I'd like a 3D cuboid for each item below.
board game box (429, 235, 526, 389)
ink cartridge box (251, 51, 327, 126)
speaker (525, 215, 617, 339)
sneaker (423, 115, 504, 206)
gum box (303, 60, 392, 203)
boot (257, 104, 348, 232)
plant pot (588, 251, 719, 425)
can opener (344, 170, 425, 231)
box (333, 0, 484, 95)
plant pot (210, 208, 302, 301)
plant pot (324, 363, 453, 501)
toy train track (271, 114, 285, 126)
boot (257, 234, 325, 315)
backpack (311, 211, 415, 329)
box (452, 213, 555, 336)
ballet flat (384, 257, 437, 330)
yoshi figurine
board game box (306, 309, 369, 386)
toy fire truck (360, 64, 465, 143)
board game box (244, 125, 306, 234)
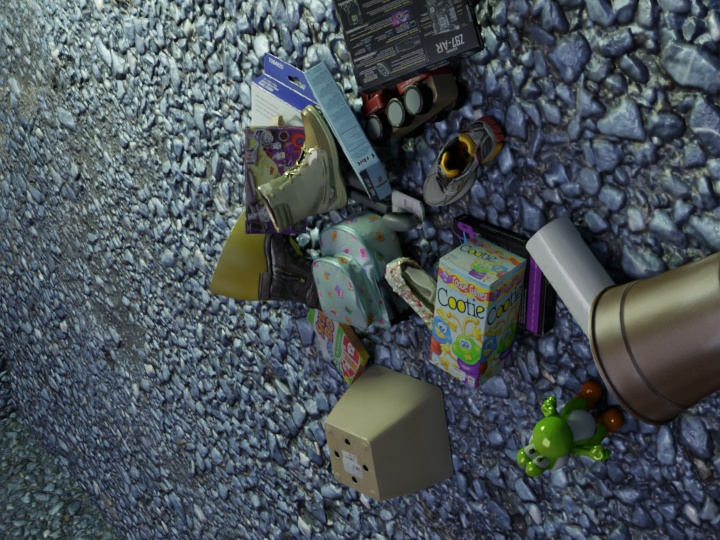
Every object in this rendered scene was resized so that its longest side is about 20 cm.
[{"bbox_3d":[0.186,0.067,1.592,0.104,0.102,0.203,28,130,34],"label":"board game box"},{"bbox_3d":[-0.136,-0.287,1.889,0.198,0.040,0.203,33,134,35],"label":"ink cartridge box"},{"bbox_3d":[0.327,0.021,1.454,0.202,0.080,0.082,58,144,19],"label":"speaker"},{"bbox_3d":[0.146,-0.169,1.579,0.078,0.082,0.201,52,143,14],"label":"sneaker"},{"bbox_3d":[-0.019,-0.231,1.680,0.202,0.044,0.170,62,-179,16],"label":"gum box"},{"bbox_3d":[-0.115,-0.180,1.778,0.072,0.153,0.203,43,152,59],"label":"boot"},{"bbox_3d":[0.438,0.078,1.293,0.197,0.199,0.203,-32,86,45],"label":"plant pot"},{"bbox_3d":[0.034,-0.121,1.758,0.198,0.066,0.054,27,131,39],"label":"can opener"},{"bbox_3d":[0.070,-0.373,1.474,0.197,0.043,0.163,-18,86,20],"label":"box"},{"bbox_3d":[-0.202,-0.016,2.035,0.140,0.201,0.201,26,136,2],"label":"plant pot"},{"bbox_3d":[0.042,0.329,1.931,0.198,0.176,0.204,15,122,45],"label":"plant pot"},{"bbox_3d":[-0.134,-0.194,1.884,0.114,0.032,0.203,6,119,51],"label":"toy train track"},{"bbox_3d":[-0.107,-0.014,1.938,0.069,0.171,0.204,-137,55,-79],"label":"boot"},{"bbox_3d":[0.000,0.000,1.808,0.175,0.152,0.204,12,117,53],"label":"backpack"},{"bbox_3d":[0.232,0.004,1.619,0.198,0.036,0.145,25,128,39],"label":"box"},{"bbox_3d":[0.125,0.051,1.709,0.199,0.076,0.064,38,154,-2],"label":"ballet flat"},{"bbox_3d":[0.322,0.243,1.513,0.111,0.198,0.114,10,119,47],"label":"yoshi figurine"},{"bbox_3d":[-0.052,0.129,2.028,0.201,0.030,0.096,58,145,28],"label":"board game box"},{"bbox_3d":[0.051,-0.324,1.584,0.175,0.127,0.204,-26,79,54],"label":"toy fire truck"},{"bbox_3d":[-0.156,-0.167,1.837,0.032,0.118,0.204,-121,31,-64],"label":"board game box"}]
